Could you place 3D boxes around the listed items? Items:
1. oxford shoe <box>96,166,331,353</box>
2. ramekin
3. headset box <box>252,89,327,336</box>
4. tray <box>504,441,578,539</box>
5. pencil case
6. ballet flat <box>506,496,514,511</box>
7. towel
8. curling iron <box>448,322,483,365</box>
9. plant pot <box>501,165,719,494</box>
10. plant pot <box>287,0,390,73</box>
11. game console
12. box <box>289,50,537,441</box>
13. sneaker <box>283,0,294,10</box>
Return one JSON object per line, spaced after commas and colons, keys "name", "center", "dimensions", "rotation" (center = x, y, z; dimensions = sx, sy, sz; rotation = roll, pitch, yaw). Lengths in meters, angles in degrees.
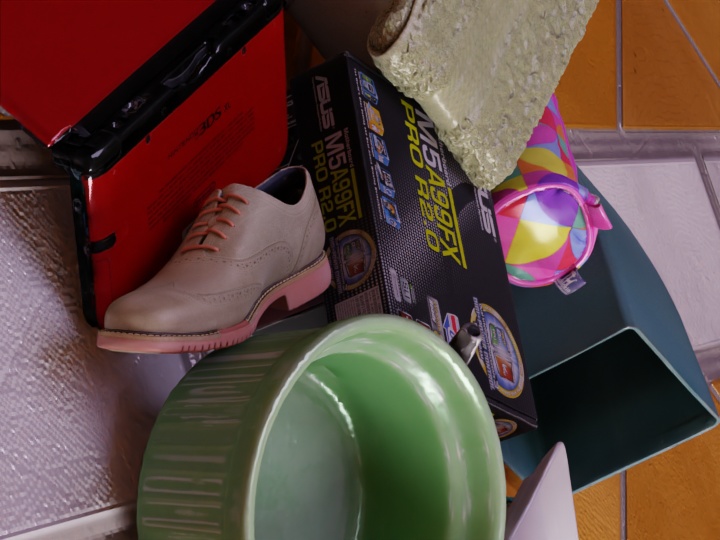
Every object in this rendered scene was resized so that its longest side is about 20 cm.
{"name": "oxford shoe", "center": [-0.080, -0.006, 1.276], "dimensions": [0.200, 0.070, 0.074], "rotation": [-33, 125, -62]}
{"name": "ramekin", "center": [-0.023, 0.123, 1.258], "dimensions": [0.199, 0.097, 0.202], "rotation": [2, 87, -47]}
{"name": "headset box", "center": [0.000, 0.000, 1.501], "dimensions": [0.149, 0.075, 0.201], "rotation": [43, 35, -43]}
{"name": "tray", "center": [0.112, 0.210, 1.538], "dimensions": [0.108, 0.022, 0.201], "rotation": [-57, 148, -38]}
{"name": "pencil case", "center": [0.107, -0.066, 1.614], "dimensions": [0.089, 0.088, 0.200], "rotation": [54, 11, -30]}
{"name": "ballet flat", "center": [0.056, 0.166, 1.499], "dimensions": [0.200, 0.075, 0.064], "rotation": [16, 76, -57]}
{"name": "towel", "center": [0.081, -0.164, 1.493], "dimensions": [0.148, 0.036, 0.201], "rotation": [49, 53, -35]}
{"name": "curling iron", "center": [0.016, 0.088, 1.353], "dimensions": [0.049, 0.200, 0.026], "rotation": [29, 49, -11]}
{"name": "plant pot", "center": [0.143, 0.027, 1.710], "dimensions": [0.141, 0.141, 0.201], "rotation": [44, 27, -43]}
{"name": "plant pot", "center": [0.027, -0.193, 1.575], "dimensions": [0.201, 0.186, 0.187], "rotation": [67, 24, -5]}
{"name": "game console", "center": [-0.136, -0.097, 1.308], "dimensions": [0.200, 0.118, 0.173], "rotation": [-48, 146, -45]}
{"name": "box", "center": [0.032, -0.010, 1.430], "dimensions": [0.160, 0.044, 0.201], "rotation": [29, 45, -51]}
{"name": "sneaker", "center": [-0.106, -0.163, 1.445], "dimensions": [0.200, 0.070, 0.076], "rotation": [10, 78, -56]}
